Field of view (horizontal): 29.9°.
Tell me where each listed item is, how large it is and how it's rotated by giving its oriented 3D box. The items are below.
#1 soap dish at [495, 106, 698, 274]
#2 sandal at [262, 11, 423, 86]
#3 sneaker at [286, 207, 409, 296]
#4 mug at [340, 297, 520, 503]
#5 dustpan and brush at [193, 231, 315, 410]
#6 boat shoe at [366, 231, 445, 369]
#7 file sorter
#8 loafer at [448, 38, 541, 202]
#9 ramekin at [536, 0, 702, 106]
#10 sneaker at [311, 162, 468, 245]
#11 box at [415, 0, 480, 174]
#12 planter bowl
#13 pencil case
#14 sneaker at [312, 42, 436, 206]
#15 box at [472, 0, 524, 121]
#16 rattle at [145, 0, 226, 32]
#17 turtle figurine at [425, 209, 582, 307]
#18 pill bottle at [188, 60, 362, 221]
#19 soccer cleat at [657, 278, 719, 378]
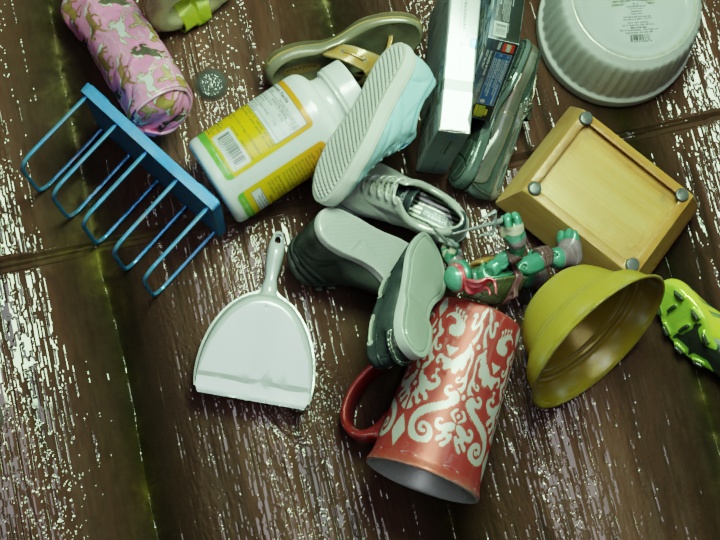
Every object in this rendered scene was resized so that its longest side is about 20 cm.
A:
[{"bbox_3d":[0.285,-0.082,1.600,0.199,0.081,0.158,38,77,5],"label":"soap dish"},{"bbox_3d":[-0.017,-0.249,1.609,0.198,0.081,0.054,-17,58,-3],"label":"sandal"},{"bbox_3d":[0.000,0.000,1.568,0.199,0.099,0.071,32,55,-28],"label":"sneaker"},{"bbox_3d":[0.081,0.134,1.510,0.176,0.134,0.202,22,73,-2],"label":"mug"},{"bbox_3d":[-0.110,0.050,1.555,0.138,0.057,0.203,10,83,-4],"label":"dustpan and brush"},{"bbox_3d":[0.047,0.031,1.488,0.060,0.201,0.076,-25,113,28],"label":"boat shoe"},{"bbox_3d":[-0.266,-0.083,1.524,0.200,0.139,0.123,41,81,5],"label":"file sorter"},{"bbox_3d":[0.173,-0.179,1.627,0.063,0.072,0.202,29,83,-18],"label":"loafer"},{"bbox_3d":[0.321,-0.311,1.643,0.198,0.105,0.203,1,77,-5],"label":"ramekin"},{"bbox_3d":[0.038,-0.092,1.584,0.198,0.071,0.074,20,76,2],"label":"sneaker"},{"bbox_3d":[0.103,-0.232,1.580,0.041,0.156,0.203,6,76,-6],"label":"box"},{"bbox_3d":[0.244,0.055,1.524,0.200,0.201,0.084,-36,61,-12],"label":"planter bowl"},{"bbox_3d":[-0.273,-0.250,1.569,0.086,0.083,0.201,-27,68,-15],"label":"pencil case"},{"bbox_3d":[0.024,-0.149,1.508,0.082,0.074,0.201,32,89,-33],"label":"sneaker"},{"bbox_3d":[0.161,-0.295,1.579,0.039,0.137,0.202,13,57,-3],"label":"box"},{"bbox_3d":[-0.221,-0.365,1.554,0.129,0.200,0.144,-18,84,14],"label":"rattle"},{"bbox_3d":[0.149,-0.009,1.514,0.198,0.149,0.102,-1,84,-39],"label":"turtle figurine"},{"bbox_3d":[-0.088,-0.154,1.556,0.199,0.111,0.112,-33,82,-4],"label":"pill bottle"},{"bbox_3d":[0.430,0.084,1.595,0.200,0.065,0.084,46,48,10],"label":"soccer cleat"}]
